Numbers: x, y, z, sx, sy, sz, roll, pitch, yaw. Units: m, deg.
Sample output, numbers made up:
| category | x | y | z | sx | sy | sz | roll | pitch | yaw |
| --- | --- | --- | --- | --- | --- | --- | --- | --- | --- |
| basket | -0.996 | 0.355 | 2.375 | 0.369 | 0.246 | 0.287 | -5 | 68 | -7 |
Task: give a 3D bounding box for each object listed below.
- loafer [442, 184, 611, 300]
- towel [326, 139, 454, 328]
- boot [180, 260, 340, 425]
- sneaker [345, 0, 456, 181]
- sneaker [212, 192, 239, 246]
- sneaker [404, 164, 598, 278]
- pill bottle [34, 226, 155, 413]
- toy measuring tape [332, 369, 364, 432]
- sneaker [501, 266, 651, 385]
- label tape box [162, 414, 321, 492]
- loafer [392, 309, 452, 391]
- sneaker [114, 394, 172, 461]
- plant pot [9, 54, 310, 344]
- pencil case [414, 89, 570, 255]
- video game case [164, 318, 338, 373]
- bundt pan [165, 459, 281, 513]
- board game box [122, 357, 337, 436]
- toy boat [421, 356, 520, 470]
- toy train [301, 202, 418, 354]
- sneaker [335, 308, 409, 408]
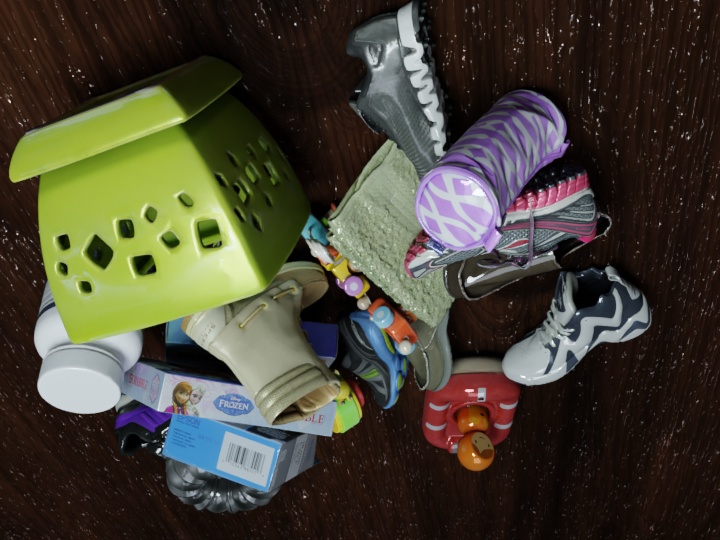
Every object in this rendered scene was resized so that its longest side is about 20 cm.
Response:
| category | x | y | z | sx | sy | sz | roll | pitch | yaw |
| --- | --- | --- | --- | --- | --- | --- | --- | --- | --- |
| loafer | 0.177 | -0.030 | 0.922 | 0.199 | 0.071 | 0.073 | -32 | 122 | -6 |
| towel | 0.059 | -0.042 | 0.917 | 0.036 | 0.149 | 0.200 | 23 | 164 | 50 |
| boot | -0.069 | 0.073 | 0.922 | 0.199 | 0.155 | 0.073 | -18 | 147 | -52 |
| sneaker | 0.038 | -0.151 | 0.827 | 0.089 | 0.067 | 0.202 | -6 | 129 | 16 |
| sneaker | -0.148 | -0.003 | 0.987 | 0.081 | 0.072 | 0.201 | 0 | 139 | -2 |
| sneaker | 0.137 | -0.033 | 0.861 | 0.198 | 0.081 | 0.075 | -21 | 106 | 6 |
| pill bottle | -0.281 | 0.043 | 0.934 | 0.109 | 0.202 | 0.112 | -2 | 140 | -1 |
| toy measuring tape | -0.037 | 0.188 | 1.175 | 0.072 | 0.075 | 0.200 | 6 | 157 | -9 |
| sneaker | 0.244 | 0.058 | 1.074 | 0.197 | 0.080 | 0.130 | -24 | 134 | 23 |
| label tape box | -0.135 | 0.207 | 1.104 | 0.142 | 0.064 | 0.200 | 16 | -177 | 15 |
| loafer | 0.070 | 0.073 | 1.082 | 0.069 | 0.076 | 0.202 | -14 | 130 | -8 |
| sneaker | -0.248 | 0.210 | 1.204 | 0.198 | 0.101 | 0.070 | -16 | 140 | 15 |
| plant pot | -0.178 | -0.076 | 0.793 | 0.196 | 0.200 | 0.183 | -16 | 109 | 16 |
| pencil case | 0.124 | -0.094 | 0.800 | 0.085 | 0.200 | 0.085 | 29 | 135 | 12 |
| video game case | -0.140 | 0.101 | 1.084 | 0.197 | 0.046 | 0.181 | 6 | 159 | -10 |
| bundt pan | -0.206 | 0.306 | 1.339 | 0.199 | 0.076 | 0.203 | -1 | 139 | -1 |
| board game box | -0.157 | 0.136 | 0.977 | 0.198 | 0.042 | 0.199 | 15 | 173 | -30 |
| toy boat | 0.154 | 0.209 | 1.203 | 0.128 | 0.132 | 0.201 | -2 | 140 | -2 |
| toy train | 0.000 | 0.000 | 0.963 | 0.056 | 0.150 | 0.200 | -42 | 128 | -4 |
| sneaker | 0.015 | 0.109 | 1.141 | 0.082 | 0.071 | 0.201 | 8 | 146 | 21 |
